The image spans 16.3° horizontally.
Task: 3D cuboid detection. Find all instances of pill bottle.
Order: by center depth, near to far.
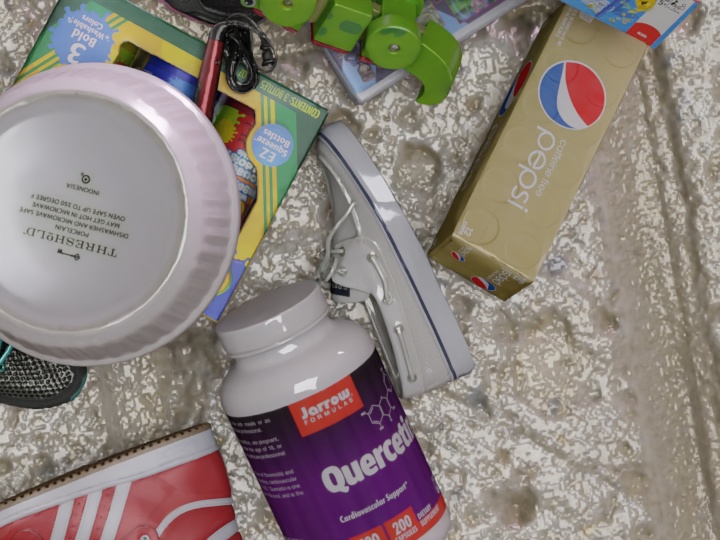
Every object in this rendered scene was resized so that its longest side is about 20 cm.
[{"bbox_3d":[-0.023,0.113,1.718,0.112,0.112,0.200,-26,104,-5],"label":"pill bottle"}]

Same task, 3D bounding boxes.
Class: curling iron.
[{"bbox_3d":[-0.101,-0.074,1.684,0.049,0.026,0.200,17,90,-6],"label":"curling iron"}]

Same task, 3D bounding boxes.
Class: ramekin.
[{"bbox_3d":[-0.181,-0.037,1.628,0.202,0.094,0.203,0,89,4],"label":"ramekin"}]

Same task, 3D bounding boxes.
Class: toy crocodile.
[{"bbox_3d":[-0.018,-0.176,1.703,0.200,0.068,0.062,22,130,-17],"label":"toy crocodile"}]

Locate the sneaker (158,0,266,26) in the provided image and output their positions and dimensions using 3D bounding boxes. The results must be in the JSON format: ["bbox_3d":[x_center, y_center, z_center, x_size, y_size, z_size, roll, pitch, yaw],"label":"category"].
[{"bbox_3d":[-0.133,-0.239,1.712,0.200,0.095,0.079,43,85,-12],"label":"sneaker"}]

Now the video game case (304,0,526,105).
[{"bbox_3d":[0.033,-0.244,1.761,0.200,0.023,0.182,-33,95,-11],"label":"video game case"}]

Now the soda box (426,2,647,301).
[{"bbox_3d":[0.122,-0.084,1.739,0.068,0.064,0.200,29,71,-7],"label":"soda box"}]

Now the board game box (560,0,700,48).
[{"bbox_3d":[0.138,-0.276,1.692,0.196,0.056,0.200,23,51,-19],"label":"board game box"}]

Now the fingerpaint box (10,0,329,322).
[{"bbox_3d":[-0.148,-0.083,1.727,0.200,0.073,0.167,29,89,-7],"label":"fingerpaint box"}]

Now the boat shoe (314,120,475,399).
[{"bbox_3d":[-0.001,0.000,1.753,0.086,0.075,0.202,-28,104,-6],"label":"boat shoe"}]

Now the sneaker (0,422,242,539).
[{"bbox_3d":[-0.178,0.190,1.735,0.200,0.071,0.113,-21,91,-8],"label":"sneaker"}]

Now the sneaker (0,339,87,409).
[{"bbox_3d":[-0.278,0.037,1.707,0.200,0.091,0.078,28,89,-7],"label":"sneaker"}]
